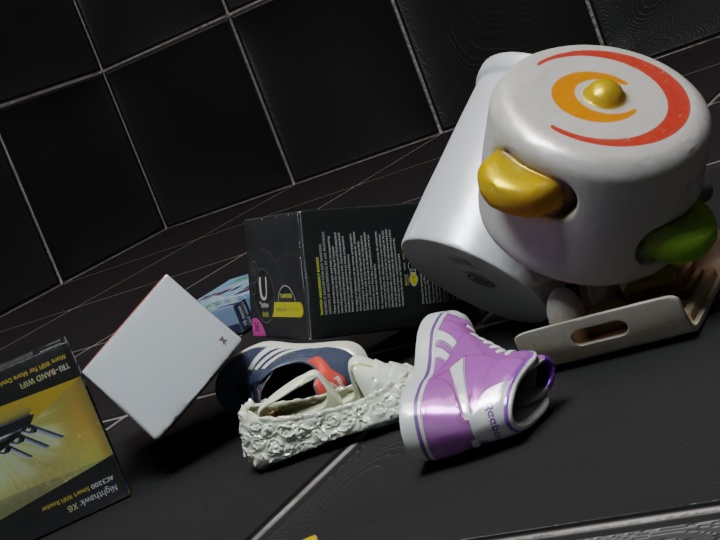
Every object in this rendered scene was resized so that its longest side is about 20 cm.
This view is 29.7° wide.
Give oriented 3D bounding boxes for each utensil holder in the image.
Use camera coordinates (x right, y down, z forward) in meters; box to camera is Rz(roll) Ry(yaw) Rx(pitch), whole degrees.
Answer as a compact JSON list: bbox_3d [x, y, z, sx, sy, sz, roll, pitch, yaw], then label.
[{"bbox_3d":[0.150,-0.075,1.289,0.202,0.169,0.169,-63,22,-13],"label":"utensil holder"}]

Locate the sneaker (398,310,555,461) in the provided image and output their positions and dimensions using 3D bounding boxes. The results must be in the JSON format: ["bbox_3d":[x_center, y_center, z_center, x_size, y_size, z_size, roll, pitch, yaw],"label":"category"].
[{"bbox_3d":[0.101,0.083,1.063,0.113,0.073,0.201,-16,21,15],"label":"sneaker"}]

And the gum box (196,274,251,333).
[{"bbox_3d":[-0.181,0.049,1.975,0.168,0.045,0.200,-15,12,37],"label":"gum box"}]

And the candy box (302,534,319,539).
[{"bbox_3d":[-0.077,0.218,0.648,0.167,0.078,0.200,-23,8,-2],"label":"candy box"}]

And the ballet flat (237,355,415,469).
[{"bbox_3d":[-0.016,0.112,1.161,0.198,0.073,0.072,-20,9,6],"label":"ballet flat"}]

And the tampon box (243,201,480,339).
[{"bbox_3d":[0.000,0.000,1.392,0.198,0.128,0.149,-5,0,-26],"label":"tampon box"}]

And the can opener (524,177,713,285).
[{"bbox_3d":[0.230,-0.030,1.188,0.198,0.053,0.066,-21,37,-23],"label":"can opener"}]

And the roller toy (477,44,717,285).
[{"bbox_3d":[0.188,-0.093,1.107,0.197,0.141,0.184,1,40,-2],"label":"roller toy"}]

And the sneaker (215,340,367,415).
[{"bbox_3d":[-0.083,0.112,1.286,0.199,0.076,0.084,-16,11,42],"label":"sneaker"}]

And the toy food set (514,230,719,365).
[{"bbox_3d":[0.225,0.016,1.156,0.142,0.061,0.200,-17,11,29],"label":"toy food set"}]

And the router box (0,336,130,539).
[{"bbox_3d":[-0.334,0.174,1.257,0.198,0.159,0.052,-24,10,-11],"label":"router box"}]

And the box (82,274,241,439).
[{"bbox_3d":[-0.196,0.090,1.356,0.125,0.097,0.200,-50,2,-10],"label":"box"}]
